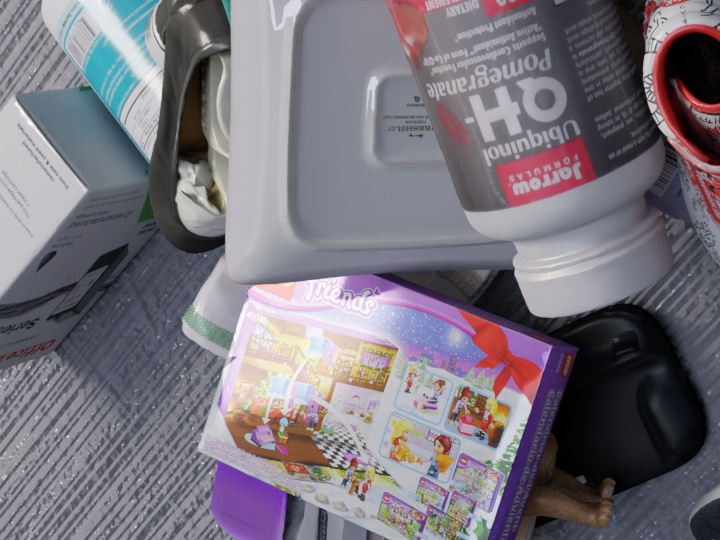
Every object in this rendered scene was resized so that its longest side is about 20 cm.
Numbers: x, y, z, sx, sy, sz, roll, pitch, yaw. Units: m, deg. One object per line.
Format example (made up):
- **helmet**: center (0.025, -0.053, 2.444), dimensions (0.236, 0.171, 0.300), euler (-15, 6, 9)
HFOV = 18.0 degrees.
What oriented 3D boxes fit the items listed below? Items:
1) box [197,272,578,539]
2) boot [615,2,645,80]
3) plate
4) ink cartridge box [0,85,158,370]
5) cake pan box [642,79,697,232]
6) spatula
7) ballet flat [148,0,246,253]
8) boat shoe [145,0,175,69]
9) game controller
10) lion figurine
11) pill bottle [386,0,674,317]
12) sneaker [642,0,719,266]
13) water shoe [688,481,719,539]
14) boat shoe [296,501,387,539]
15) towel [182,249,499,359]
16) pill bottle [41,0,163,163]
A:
- **box**: center (0.013, 0.075, 1.300), dimensions (0.199, 0.039, 0.138), euler (22, 97, 29)
- **boot**: center (0.126, -0.140, 1.317), dimensions (0.199, 0.070, 0.147), euler (-27, 75, 23)
- **plate**: center (0.027, -0.087, 1.243), dimensions (0.198, 0.032, 0.201), euler (-3, 109, -14)
- **ink cartridge box**: center (-0.213, -0.023, 1.483), dimensions (0.084, 0.146, 0.200), euler (50, 118, 13)
- **cake pan box**: center (0.249, -0.088, 1.219), dimensions (0.183, 0.052, 0.201), euler (27, 112, -1)
- **spatula**: center (-0.055, 0.089, 1.478), dimensions (0.056, 0.021, 0.201), euler (22, 107, 20)
- **ballet flat**: center (-0.085, -0.070, 1.295), dimensions (0.201, 0.068, 0.069), euler (92, 155, -43)
- **boat shoe**: center (-0.028, -0.116, 1.347), dimensions (0.064, 0.199, 0.071), euler (-33, 41, 61)
- **game controller**: center (0.111, 0.098, 1.381), dimensions (0.199, 0.042, 0.105), euler (-27, 98, 31)
- **lion figurine**: center (0.078, 0.154, 1.348), dimensions (0.122, 0.073, 0.201), euler (18, 111, 3)
- **pill bottle**: center (0.092, -0.083, 1.171), dimensions (0.110, 0.111, 0.201), euler (-14, 104, 31)
- **sneaker**: center (0.190, -0.052, 1.157), dimensions (0.067, 0.108, 0.202), euler (-16, 110, 14)
- **water shoe**: center (0.263, 0.115, 1.274), dimensions (0.072, 0.079, 0.200), euler (47, 144, -2)
- **boat shoe**: center (0.003, 0.164, 1.417), dimensions (0.074, 0.065, 0.201), euler (58, 153, 34)
- **towel**: center (0.000, 0.000, 1.379), dimensions (0.149, 0.031, 0.200), euler (28, 121, -17)
- **pill bottle**: center (-0.103, -0.119, 1.424), dimensions (0.111, 0.111, 0.200), euler (-44, 76, 27)
